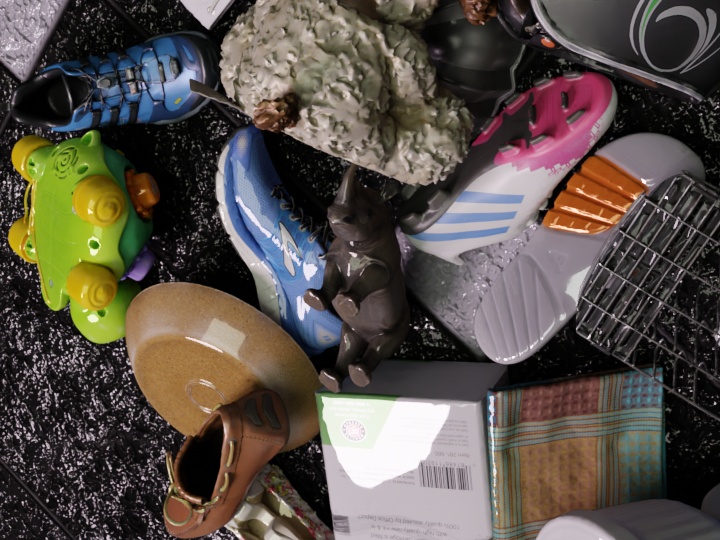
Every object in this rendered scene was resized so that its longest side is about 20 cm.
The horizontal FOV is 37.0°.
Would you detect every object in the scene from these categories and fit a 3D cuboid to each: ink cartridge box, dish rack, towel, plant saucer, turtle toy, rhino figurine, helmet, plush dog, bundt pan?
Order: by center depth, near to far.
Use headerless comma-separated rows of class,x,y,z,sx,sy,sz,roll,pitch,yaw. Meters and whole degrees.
helmet,0.173,-0.219,0.655,0.198,0.200,0.194,23,102,17
plush dog,-0.008,-0.167,0.697,0.198,0.160,0.174,27,100,16
dish rack,0.253,0.028,0.734,0.198,0.055,0.155,30,114,2
bundt pan,0.020,-0.176,0.803,0.199,0.076,0.206,8,109,23
rhino figurine,0.000,0.000,0.806,0.059,0.088,0.202,20,138,26
towel,0.169,0.178,0.827,0.144,0.022,0.204,-8,105,-11
ink cartridge box,0.053,0.183,0.888,0.144,0.084,0.204,1,107,25
plant saucer,-0.126,0.098,0.929,0.197,0.036,0.202,16,136,16
turtle toy,-0.235,-0.027,0.949,0.145,0.100,0.203,30,121,39

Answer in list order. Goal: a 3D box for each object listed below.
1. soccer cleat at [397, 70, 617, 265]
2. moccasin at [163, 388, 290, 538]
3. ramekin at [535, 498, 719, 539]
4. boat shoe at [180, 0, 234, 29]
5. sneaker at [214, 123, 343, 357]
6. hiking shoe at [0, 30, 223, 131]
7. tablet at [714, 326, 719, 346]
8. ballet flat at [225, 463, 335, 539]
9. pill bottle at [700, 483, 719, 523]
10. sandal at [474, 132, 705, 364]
soccer cleat,0.116,-0.072,0.794,0.199,0.071,0.086,-32,131,33
moccasin,-0.128,0.169,0.899,0.201,0.077,0.075,-47,55,48
ramekin,0.209,0.254,0.745,0.202,0.093,0.206,166,90,-69
boat shoe,-0.070,-0.262,0.831,0.199,0.074,0.067,-28,107,38
sneaker,-0.053,-0.029,0.888,0.088,0.079,0.203,-17,106,20
hiking shoe,-0.206,-0.150,0.908,0.197,0.087,0.076,-11,101,27
tablet,0.364,0.051,0.745,0.198,0.014,0.131,33,116,12
ballet flat,-0.080,0.224,0.964,0.199,0.064,0.076,34,92,18
pill bottle,0.310,0.258,0.776,0.110,0.112,0.204,-3,105,25
sandal,0.165,-0.015,0.791,0.207,0.059,0.079,-47,64,17
